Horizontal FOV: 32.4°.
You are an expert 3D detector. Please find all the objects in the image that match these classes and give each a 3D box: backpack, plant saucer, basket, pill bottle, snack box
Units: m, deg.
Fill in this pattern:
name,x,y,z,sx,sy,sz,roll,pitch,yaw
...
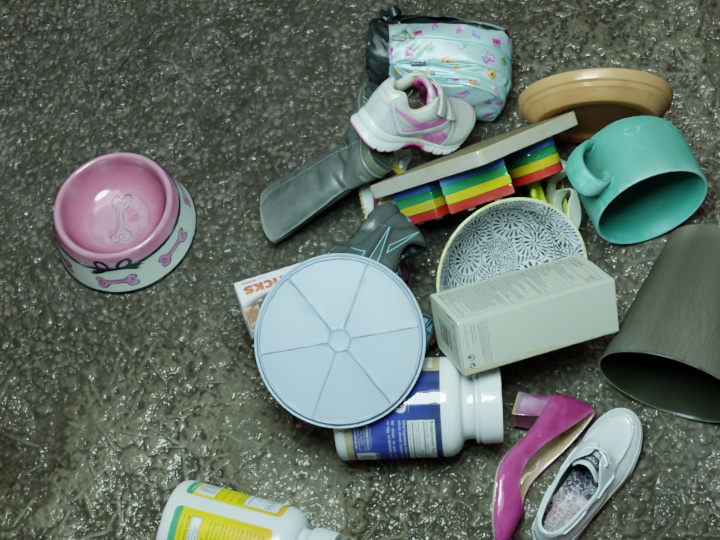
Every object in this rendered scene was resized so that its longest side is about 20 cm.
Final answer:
name,x,y,z,sx,sy,sz,roll,pitch,yaw
backpack,0.111,-0.278,1.708,0.198,0.167,0.128,5,80,6
plant saucer,0.305,-0.209,1.613,0.198,0.200,0.038,0,77,7
basket,0.400,0.056,1.500,0.179,0.136,0.201,19,63,8
pill bottle,-0.127,0.320,1.438,0.198,0.113,0.113,12,65,13
snack box,-0.053,0.021,1.542,0.199,0.024,0.072,-17,62,-13
pill bottle,0.070,0.165,1.489,0.198,0.120,0.121,-3,62,5

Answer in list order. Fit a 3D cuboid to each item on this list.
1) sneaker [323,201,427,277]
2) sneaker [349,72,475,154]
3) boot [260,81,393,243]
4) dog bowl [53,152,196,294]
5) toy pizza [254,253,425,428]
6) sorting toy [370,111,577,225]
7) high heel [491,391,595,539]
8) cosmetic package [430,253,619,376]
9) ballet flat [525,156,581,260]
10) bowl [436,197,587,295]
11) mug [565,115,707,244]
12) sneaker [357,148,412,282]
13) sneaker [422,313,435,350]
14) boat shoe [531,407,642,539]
name,x,y,z,sx,sy,sz,roll,pitch,yaw
sneaker,0.000,0.000,1.501,0.079,0.076,0.200,40,67,12
sneaker,0.084,-0.204,1.586,0.199,0.088,0.082,-11,57,-45
boot,-0.044,-0.144,1.660,0.200,0.072,0.183,-34,31,35
dog bowl,-0.328,-0.073,1.691,0.198,0.074,0.202,-3,62,6
toy pizza,-0.023,0.081,1.436,0.198,0.032,0.202,0,85,2
sorting toy,0.152,-0.122,1.571,0.199,0.198,0.070,-25,97,-41
high heel,0.214,0.237,1.467,0.095,0.068,0.201,8,53,17
cosmetic package,0.194,0.050,1.472,0.198,0.074,0.104,-14,22,-10
ballet flat,0.253,-0.105,1.632,0.066,0.067,0.201,12,58,-37
bowl,0.175,-0.004,1.556,0.200,0.202,0.094,-27,22,-7
mug,0.345,-0.130,1.572,0.151,0.185,0.115,-26,57,12
sneaker,0.051,-0.077,1.643,0.089,0.075,0.201,-17,62,5
sneaker,0.007,0.054,1.593,0.199,0.080,0.096,32,53,17
boat shoe,0.266,0.238,1.454,0.072,0.069,0.200,38,73,23
